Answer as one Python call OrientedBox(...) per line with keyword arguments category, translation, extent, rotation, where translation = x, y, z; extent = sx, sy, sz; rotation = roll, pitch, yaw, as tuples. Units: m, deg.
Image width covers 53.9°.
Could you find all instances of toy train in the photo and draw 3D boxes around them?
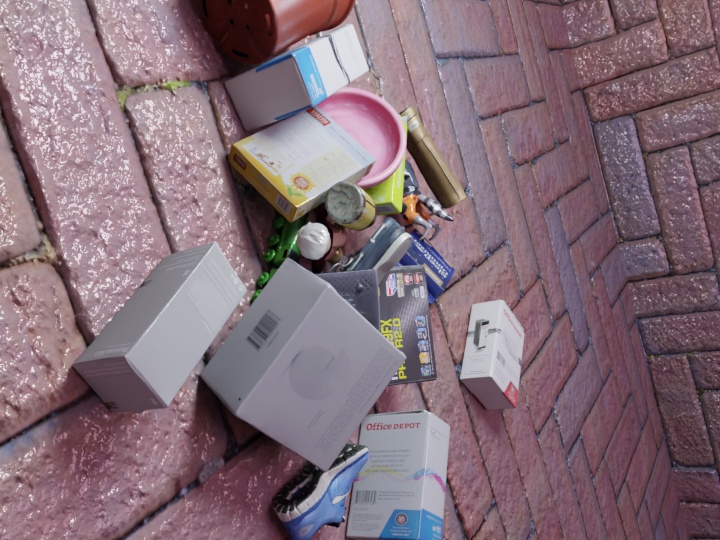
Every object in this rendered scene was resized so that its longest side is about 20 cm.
OrientedBox(category="toy train", translation=(-0.117, -0.026, 1.090), extent=(0.042, 0.055, 0.204), rotation=(42, 49, -41))

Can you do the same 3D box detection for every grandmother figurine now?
OrientedBox(category="grandmother figurine", translation=(-0.058, -0.048, 1.106), extent=(0.200, 0.059, 0.125), rotation=(-38, 125, -82))

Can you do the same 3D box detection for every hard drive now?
OrientedBox(category="hard drive", translation=(-0.035, 0.099, 1.106), extent=(0.132, 0.042, 0.206), rotation=(-5, 103, -21))

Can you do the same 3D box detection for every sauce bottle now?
OrientedBox(category="sauce bottle", translation=(-0.008, -0.095, 1.122), extent=(0.200, 0.063, 0.067), rotation=(21, 60, -79))

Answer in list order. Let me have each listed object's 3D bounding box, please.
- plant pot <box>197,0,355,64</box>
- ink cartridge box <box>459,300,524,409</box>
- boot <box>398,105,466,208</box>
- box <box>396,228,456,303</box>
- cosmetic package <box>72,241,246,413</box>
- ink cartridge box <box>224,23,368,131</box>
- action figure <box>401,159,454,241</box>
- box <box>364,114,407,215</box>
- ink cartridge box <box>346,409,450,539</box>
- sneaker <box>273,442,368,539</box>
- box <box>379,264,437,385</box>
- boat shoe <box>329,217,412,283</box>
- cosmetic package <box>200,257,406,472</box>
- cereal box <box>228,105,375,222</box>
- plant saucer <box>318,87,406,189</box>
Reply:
OrientedBox(category="plant pot", translation=(-0.134, -0.425, 1.079), extent=(0.196, 0.198, 0.203), rotation=(-51, 122, -39))
OrientedBox(category="ink cartridge box", translation=(0.307, 0.194, 1.631), extent=(0.147, 0.081, 0.203), rotation=(48, 45, -38))
OrientedBox(category="boot", translation=(0.124, -0.221, 1.410), extent=(0.202, 0.065, 0.175), rotation=(57, 3, -10))
OrientedBox(category="box", translation=(0.123, -0.012, 1.375), extent=(0.121, 0.032, 0.200), rotation=(45, 22, 1))
OrientedBox(category="cosmetic package", translation=(-0.234, 0.067, 0.849), extent=(0.091, 0.105, 0.201), rotation=(60, 36, -25))
OrientedBox(category="ink cartridge box", translation=(-0.096, -0.309, 1.125), extent=(0.200, 0.142, 0.086), rotation=(-48, 120, -49))
OrientedBox(category="action figure", translation=(0.104, -0.156, 1.402), extent=(0.196, 0.104, 0.199), rotation=(59, 29, 6))
OrientedBox(category="box", translation=(0.020, -0.196, 1.281), extent=(0.048, 0.119, 0.205), rotation=(42, 47, -55))
OrientedBox(category="ink cartridge box", translation=(0.065, 0.346, 1.174), extent=(0.084, 0.142, 0.205), rotation=(36, 52, -44))
OrientedBox(category="sneaker", translation=(-0.052, 0.336, 1.079), extent=(0.199, 0.077, 0.091), rotation=(-34, 116, -45))
OrientedBox(category="box", translation=(0.045, 0.098, 1.232), extent=(0.156, 0.044, 0.206), rotation=(-3, 82, -19))
OrientedBox(category="boat shoe", translation=(0.000, 0.000, 1.163), extent=(0.062, 0.201, 0.075), rotation=(43, 7, 21))
OrientedBox(category="cosmetic package", translation=(-0.075, 0.132, 0.979), extent=(0.201, 0.122, 0.200), rotation=(-52, 129, -8))
OrientedBox(category="cereal box", translation=(-0.087, -0.171, 1.098), extent=(0.144, 0.040, 0.199), rotation=(43, 47, 13))
OrientedBox(category="plant saucer", translation=(-0.020, -0.219, 1.213), extent=(0.051, 0.195, 0.205), rotation=(104, -4, -63))
